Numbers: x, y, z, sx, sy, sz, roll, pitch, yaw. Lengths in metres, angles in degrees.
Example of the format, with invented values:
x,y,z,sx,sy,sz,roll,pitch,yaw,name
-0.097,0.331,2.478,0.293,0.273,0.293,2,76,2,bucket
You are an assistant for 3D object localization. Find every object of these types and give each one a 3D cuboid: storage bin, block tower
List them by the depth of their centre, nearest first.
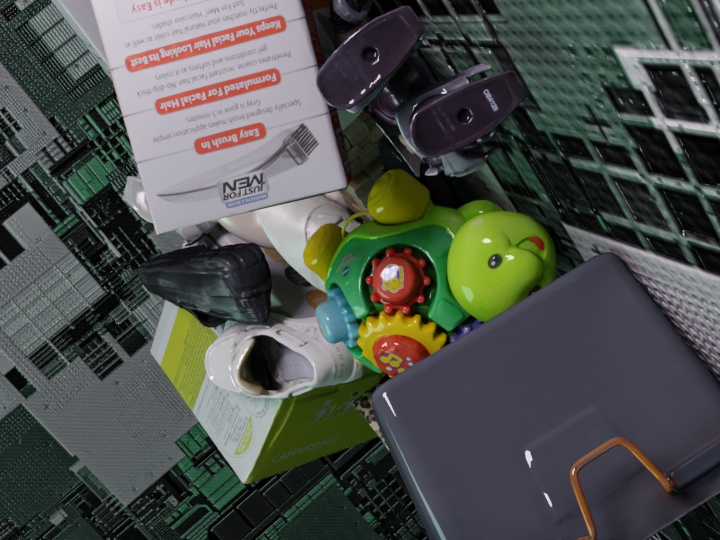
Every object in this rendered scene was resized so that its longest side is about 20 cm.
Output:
x,y,z,sx,sy,sz,roll,pitch,yaw,name
0.102,0.088,0.537,0.135,0.199,0.146,58,174,13,storage bin
0.029,-0.046,0.805,0.058,0.054,0.201,42,169,51,block tower

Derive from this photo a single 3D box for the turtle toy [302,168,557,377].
x,y,z,sx,sy,sz,roll,pitch,yaw,name
0.049,0.014,0.659,0.145,0.102,0.200,35,136,-20,turtle toy

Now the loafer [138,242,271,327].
x,y,z,sx,sy,sz,roll,pitch,yaw,name
-0.141,0.016,0.880,0.200,0.068,0.071,1,108,55,loafer

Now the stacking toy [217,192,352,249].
x,y,z,sx,sy,sz,roll,pitch,yaw,name
-0.066,-0.106,0.903,0.147,0.146,0.200,52,-173,-9,stacking toy

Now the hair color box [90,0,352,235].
x,y,z,sx,sy,sz,roll,pitch,yaw,name
-0.081,-0.132,0.540,0.064,0.110,0.202,-73,-31,-80,hair color box

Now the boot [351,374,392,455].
x,y,z,sx,sy,sz,roll,pitch,yaw,name
0.102,0.134,0.857,0.200,0.150,0.073,49,172,12,boot

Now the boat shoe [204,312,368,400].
x,y,z,sx,sy,sz,roll,pitch,yaw,name
-0.082,0.075,0.837,0.199,0.069,0.072,-14,94,47,boat shoe

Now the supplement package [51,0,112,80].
x,y,z,sx,sy,sz,roll,pitch,yaw,name
-0.233,-0.258,1.083,0.201,0.121,0.120,56,171,-31,supplement package

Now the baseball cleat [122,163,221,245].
x,y,z,sx,sy,sz,roll,pitch,yaw,name
-0.189,-0.118,0.916,0.201,0.106,0.070,60,-175,18,baseball cleat

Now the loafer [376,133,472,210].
x,y,z,sx,sy,sz,roll,pitch,yaw,name
0.056,-0.020,0.734,0.072,0.063,0.201,42,168,48,loafer

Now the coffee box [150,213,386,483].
x,y,z,sx,sy,sz,roll,pitch,yaw,name
-0.064,0.058,1.009,0.198,0.198,0.201,46,128,30,coffee box

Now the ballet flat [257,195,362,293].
x,y,z,sx,sy,sz,roll,pitch,yaw,name
0.000,0.000,0.799,0.200,0.069,0.069,49,173,-22,ballet flat

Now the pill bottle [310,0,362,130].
x,y,z,sx,sy,sz,roll,pitch,yaw,name
-0.081,-0.167,0.629,0.201,0.109,0.109,54,173,3,pill bottle

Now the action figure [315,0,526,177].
x,y,z,sx,sy,sz,roll,pitch,yaw,name
0.025,-0.100,0.527,0.130,0.069,0.200,45,-172,-11,action figure
